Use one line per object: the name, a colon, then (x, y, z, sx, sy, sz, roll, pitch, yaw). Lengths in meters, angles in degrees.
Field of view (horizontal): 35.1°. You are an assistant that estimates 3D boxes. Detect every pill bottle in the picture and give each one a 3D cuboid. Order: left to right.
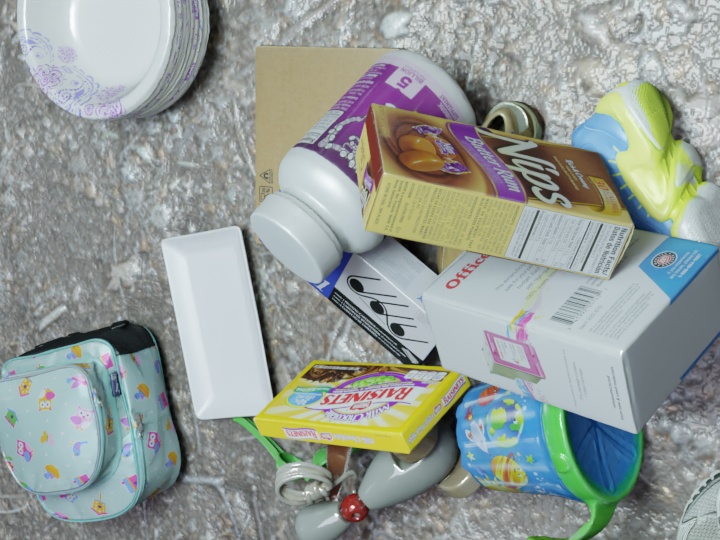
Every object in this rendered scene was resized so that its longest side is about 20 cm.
pill bottle: (0.001, -0.087, 0.983, 0.112, 0.112, 0.200, 36, 71, 18)

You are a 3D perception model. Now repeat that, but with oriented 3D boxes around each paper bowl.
paper bowl: (-0.242, -0.255, 1.156, 0.200, 0.104, 0.202, 6, 102, 28)

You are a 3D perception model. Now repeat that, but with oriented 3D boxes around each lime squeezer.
lime squeezer: (-0.048, 0.184, 1.178, 0.199, 0.038, 0.071, -3, 67, 30)

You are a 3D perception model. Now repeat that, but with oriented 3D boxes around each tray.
tray: (-0.147, 0.057, 1.209, 0.107, 0.022, 0.201, -8, 95, 29)

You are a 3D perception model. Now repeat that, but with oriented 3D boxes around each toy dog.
toy dog: (0.020, 0.186, 1.098, 0.199, 0.097, 0.132, -16, 126, 10)

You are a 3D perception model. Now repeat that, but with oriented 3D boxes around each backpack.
backpack: (-0.296, 0.175, 1.242, 0.175, 0.153, 0.201, -14, 99, 24)

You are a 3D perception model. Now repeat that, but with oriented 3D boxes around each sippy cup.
sippy cup: (0.160, 0.141, 1.003, 0.130, 0.178, 0.140, -15, 128, 40)

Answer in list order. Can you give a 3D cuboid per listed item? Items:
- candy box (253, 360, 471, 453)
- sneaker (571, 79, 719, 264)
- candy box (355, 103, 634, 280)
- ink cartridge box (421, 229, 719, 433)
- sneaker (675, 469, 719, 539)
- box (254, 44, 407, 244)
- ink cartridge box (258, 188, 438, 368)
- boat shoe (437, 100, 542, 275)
candy box: (-0.002, 0.125, 1.069, 0.199, 0.102, 0.027, -2, 123, 44)
sneaker: (0.244, -0.055, 0.958, 0.105, 0.076, 0.201, -29, 82, 46)
candy box: (0.100, -0.063, 0.884, 0.199, 0.117, 0.057, 12, 123, -13)
ink cartridge box: (0.171, 0.032, 0.925, 0.199, 0.144, 0.085, 17, 136, 43)
sneaker: (0.337, 0.189, 0.935, 0.078, 0.082, 0.200, 49, 119, 10)
box: (-0.032, -0.117, 1.114, 0.163, 0.021, 0.201, 7, 102, 27)
ink cartridge box: (0.000, 0.000, 1.066, 0.200, 0.044, 0.094, 40, 146, 7)
boat shoe: (0.103, -0.054, 1.021, 0.071, 0.076, 0.201, 19, 109, 22)
